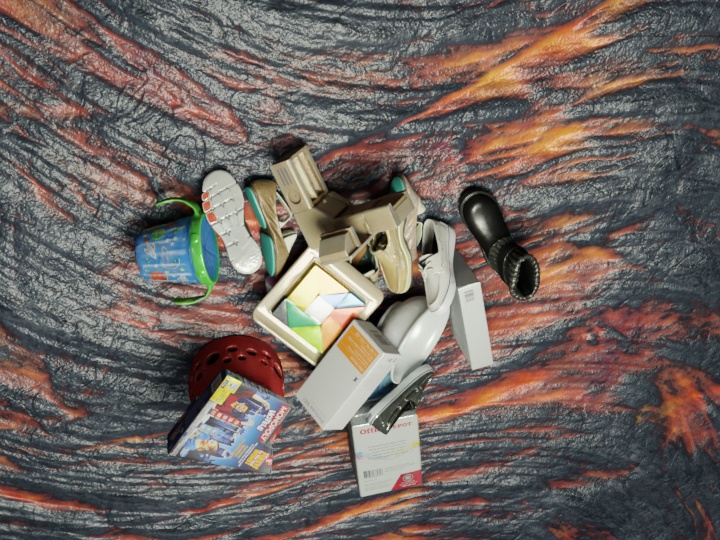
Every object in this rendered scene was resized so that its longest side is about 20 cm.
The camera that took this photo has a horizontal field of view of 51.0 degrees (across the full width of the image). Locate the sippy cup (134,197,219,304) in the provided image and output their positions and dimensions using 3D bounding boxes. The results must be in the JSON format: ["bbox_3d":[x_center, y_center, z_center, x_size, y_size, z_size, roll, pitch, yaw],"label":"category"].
[{"bbox_3d":[-0.341,-0.034,1.399,0.130,0.179,0.140,-6,160,2],"label":"sippy cup"}]

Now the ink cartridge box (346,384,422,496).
[{"bbox_3d":[0.047,0.364,1.667,0.145,0.145,0.201,-9,118,-7],"label":"ink cartridge box"}]

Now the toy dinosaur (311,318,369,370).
[{"bbox_3d":[-0.048,0.177,1.598,0.135,0.102,0.201,16,97,-40],"label":"toy dinosaur"}]

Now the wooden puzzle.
[{"bbox_3d":[-0.080,0.069,1.465,0.185,0.037,0.200,39,95,-17],"label":"wooden puzzle"}]

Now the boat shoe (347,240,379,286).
[{"bbox_3d":[0.000,0.000,1.516,0.074,0.068,0.201,-13,118,-5],"label":"boat shoe"}]

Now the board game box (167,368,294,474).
[{"bbox_3d":[-0.223,0.293,1.416,0.199,0.062,0.200,31,106,-27],"label":"board game box"}]

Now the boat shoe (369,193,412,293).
[{"bbox_3d":[0.048,-0.043,1.458,0.076,0.071,0.201,-26,113,-39],"label":"boat shoe"}]

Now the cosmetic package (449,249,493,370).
[{"bbox_3d":[0.216,0.080,1.557,0.051,0.151,0.201,-17,119,-5],"label":"cosmetic package"}]

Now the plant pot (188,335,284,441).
[{"bbox_3d":[-0.247,0.261,1.534,0.199,0.183,0.201,-6,118,-12],"label":"plant pot"}]

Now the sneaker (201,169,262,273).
[{"bbox_3d":[-0.247,-0.088,1.419,0.077,0.082,0.201,-18,95,-11],"label":"sneaker"}]

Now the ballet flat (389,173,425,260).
[{"bbox_3d":[0.093,-0.103,1.496,0.067,0.068,0.201,-15,126,-27],"label":"ballet flat"}]

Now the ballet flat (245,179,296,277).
[{"bbox_3d":[-0.163,-0.084,1.450,0.072,0.068,0.201,-23,117,-22],"label":"ballet flat"}]

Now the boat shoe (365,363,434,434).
[{"bbox_3d":[0.093,0.269,1.568,0.200,0.057,0.069,-35,156,-35],"label":"boat shoe"}]

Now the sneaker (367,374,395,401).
[{"bbox_3d":[0.015,0.234,1.588,0.200,0.078,0.090,-33,155,-33],"label":"sneaker"}]

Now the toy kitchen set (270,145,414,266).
[{"bbox_3d":[-0.050,-0.125,1.325,0.199,0.163,0.181,-12,113,36],"label":"toy kitchen set"}]

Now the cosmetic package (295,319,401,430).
[{"bbox_3d":[-0.025,0.205,1.475,0.200,0.101,0.071,-53,149,13],"label":"cosmetic package"}]

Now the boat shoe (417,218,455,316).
[{"bbox_3d":[0.145,-0.011,1.481,0.066,0.201,0.072,23,153,-29],"label":"boat shoe"}]

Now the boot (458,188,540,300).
[{"bbox_3d":[0.279,-0.053,1.498,0.079,0.158,0.211,-32,119,5],"label":"boot"}]

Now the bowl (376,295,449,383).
[{"bbox_3d":[0.093,0.126,1.566,0.201,0.090,0.202,-43,154,-28],"label":"bowl"}]

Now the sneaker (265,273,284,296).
[{"bbox_3d":[-0.108,0.076,1.532,0.199,0.081,0.089,18,118,-15],"label":"sneaker"}]
